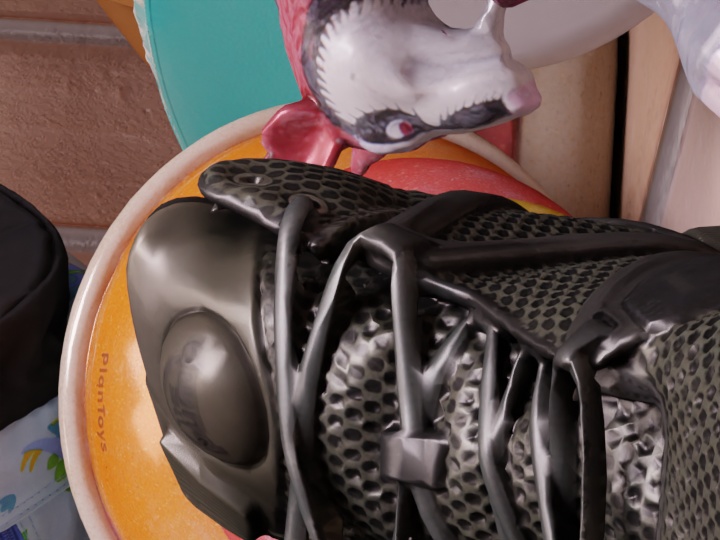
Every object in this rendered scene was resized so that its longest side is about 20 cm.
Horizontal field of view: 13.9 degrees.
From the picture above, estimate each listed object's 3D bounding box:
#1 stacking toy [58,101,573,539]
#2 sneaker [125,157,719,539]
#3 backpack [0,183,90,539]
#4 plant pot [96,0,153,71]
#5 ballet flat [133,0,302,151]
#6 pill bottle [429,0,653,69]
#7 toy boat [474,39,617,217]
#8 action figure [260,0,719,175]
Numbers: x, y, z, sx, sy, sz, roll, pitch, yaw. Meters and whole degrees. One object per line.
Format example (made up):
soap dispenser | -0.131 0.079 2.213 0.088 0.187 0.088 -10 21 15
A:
stacking toy | 0.024 0.031 0.648 0.200 0.145 0.147 -179 93 -71
sneaker | 0.024 0.028 0.399 0.199 0.114 0.077 -114 25 -81
backpack | -0.093 0.073 0.804 0.163 0.153 0.201 31 135 57
plant pot | -0.016 -0.132 0.953 0.140 0.199 0.201 71 -164 -49
ballet flat | -0.029 -0.102 0.752 0.072 0.071 0.201 -92 -16 -69
pill bottle | 0.023 -0.131 0.655 0.200 0.112 0.113 -91 5 -63
toy boat | 0.000 0.000 0.827 0.131 0.130 0.201 133 141 -87
action figure | 0.014 -0.102 0.455 0.134 0.148 0.201 -89 22 -73
